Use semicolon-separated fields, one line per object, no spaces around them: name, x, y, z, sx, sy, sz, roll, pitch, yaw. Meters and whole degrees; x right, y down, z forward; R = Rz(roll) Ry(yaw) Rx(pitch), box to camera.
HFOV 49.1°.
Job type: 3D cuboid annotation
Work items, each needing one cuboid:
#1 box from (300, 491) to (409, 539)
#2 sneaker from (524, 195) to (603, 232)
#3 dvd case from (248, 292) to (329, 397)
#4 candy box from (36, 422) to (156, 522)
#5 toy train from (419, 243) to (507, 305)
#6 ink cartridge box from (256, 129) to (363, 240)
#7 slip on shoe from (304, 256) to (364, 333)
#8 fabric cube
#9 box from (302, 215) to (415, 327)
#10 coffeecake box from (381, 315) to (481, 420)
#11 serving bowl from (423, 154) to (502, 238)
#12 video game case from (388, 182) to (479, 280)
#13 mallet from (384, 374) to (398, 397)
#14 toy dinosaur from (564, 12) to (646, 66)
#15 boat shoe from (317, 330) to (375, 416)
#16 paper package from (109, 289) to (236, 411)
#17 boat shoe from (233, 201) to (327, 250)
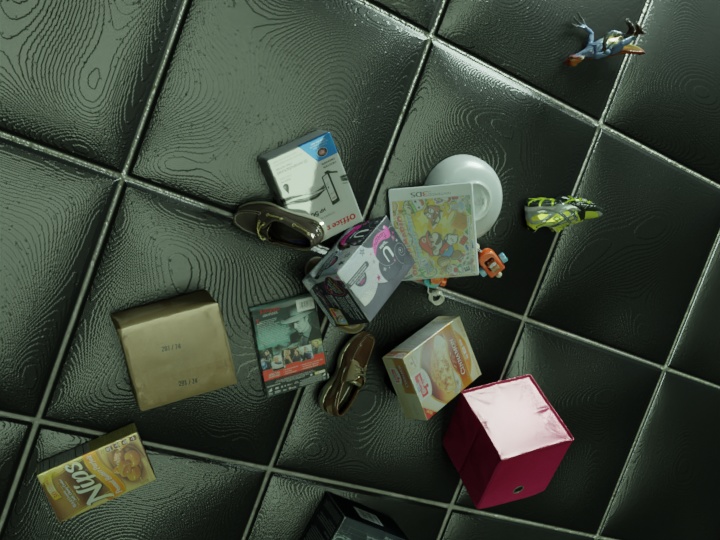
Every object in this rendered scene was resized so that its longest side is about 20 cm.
box;-0.027;0.645;1.796;0.200;0.124;0.197;29;91;-26
sneaker;0.478;-0.132;1.869;0.199;0.075;0.077;-1;110;-12
dvd case;-0.151;0.159;1.688;0.146;0.022;0.201;-15;108;-20
candy box;-0.522;0.399;1.564;0.200;0.055;0.116;-22;110;-17
toy train;0.225;0.002;1.756;0.200;0.056;0.150;-32;115;9
ink cartridge box;-0.100;-0.164;1.601;0.146;0.084;0.200;-28;111;-15
slip on shoe;-0.049;0.058;1.686;0.076;0.061;0.200;-34;113;-13
fabric cube;0.332;0.391;1.809;0.196;0.200;0.200;-8;136;-22
box;0.000;0.000;1.618;0.132;0.115;0.200;57;48;-21
coffeecake box;0.161;0.214;1.759;0.200;0.073;0.154;-32;106;-37
serving bowl;0.238;-0.156;1.758;0.200;0.066;0.201;-6;104;-23
video game case;0.158;-0.083;1.702;0.181;0.023;0.201;-4;94;7
mallet;0.156;0.262;1.816;0.199;0.066;0.041;1;113;-24
toy dinosaur;0.561;-0.502;1.810;0.181;0.105;0.200;-36;127;10
boat shoe;-0.016;0.230;1.723;0.076;0.072;0.200;27;88;-41
paper package;-0.365;0.156;1.551;0.199;0.103;0.191;-16;109;-20
boat shoe;-0.167;-0.085;1.544;0.060;0.199;0.072;-51;150;-53
